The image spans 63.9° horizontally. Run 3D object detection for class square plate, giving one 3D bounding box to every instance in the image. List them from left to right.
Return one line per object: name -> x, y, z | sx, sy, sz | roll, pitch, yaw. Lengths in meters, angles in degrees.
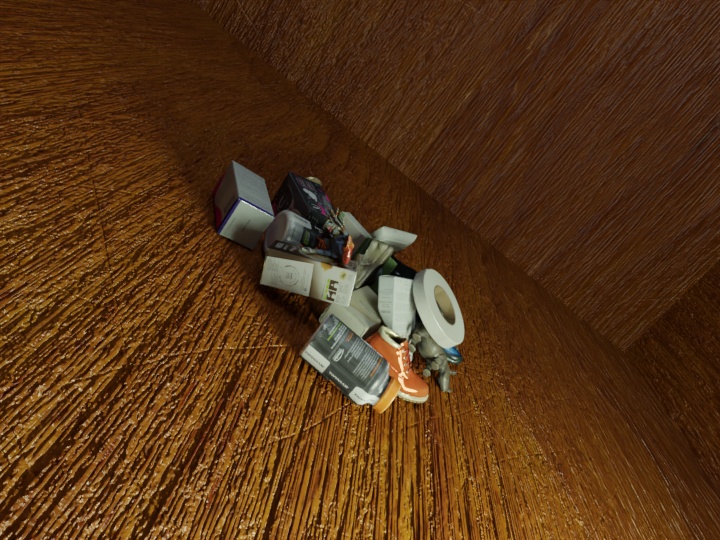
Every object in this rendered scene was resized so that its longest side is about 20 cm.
square plate -> 0.043, -0.057, 1.641 | 0.198, 0.196, 0.029 | 8, 57, -56

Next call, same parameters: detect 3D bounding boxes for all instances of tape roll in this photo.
tape roll -> 0.200, 0.095, 1.462 | 0.202, 0.036, 0.206 | 42, 34, -37

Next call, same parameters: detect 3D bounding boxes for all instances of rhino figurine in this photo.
rhino figurine -> 0.184, 0.220, 1.435 | 0.203, 0.059, 0.088 | 59, 34, -13

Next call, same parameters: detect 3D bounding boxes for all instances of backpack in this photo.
backpack -> 0.101, 0.056, 1.589 | 0.163, 0.129, 0.201 | 23, 24, -10

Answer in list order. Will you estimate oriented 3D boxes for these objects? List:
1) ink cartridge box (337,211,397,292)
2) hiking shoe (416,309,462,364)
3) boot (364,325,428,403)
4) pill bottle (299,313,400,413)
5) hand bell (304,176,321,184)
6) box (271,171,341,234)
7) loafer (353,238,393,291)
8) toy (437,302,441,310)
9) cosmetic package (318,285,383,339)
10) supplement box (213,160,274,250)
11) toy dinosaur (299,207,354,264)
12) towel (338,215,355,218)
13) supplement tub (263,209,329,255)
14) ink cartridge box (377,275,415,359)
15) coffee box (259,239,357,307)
ink cartridge box -> -0.017, -0.034, 1.530 | 0.200, 0.146, 0.048 | 47, 21, 20
hiking shoe -> 0.223, 0.172, 1.618 | 0.201, 0.087, 0.074 | 49, 22, 22
boot -> 0.090, 0.209, 1.275 | 0.198, 0.108, 0.075 | 37, 18, -12
pill bottle -> -0.015, 0.187, 1.125 | 0.199, 0.107, 0.106 | 40, 20, 0
hand bell -> -0.134, -0.169, 1.734 | 0.103, 0.104, 0.203 | 14, 45, -50
box -> -0.153, -0.146, 1.540 | 0.113, 0.133, 0.202 | 19, 28, -36
loafer -> 0.000, 0.000, 1.453 | 0.068, 0.200, 0.076 | 41, -18, 11
toy -> 0.192, 0.113, 1.558 | 0.116, 0.046, 0.204 | 60, 24, -47
cosmetic package -> -0.005, 0.108, 1.361 | 0.103, 0.074, 0.199 | 44, 19, 11
supplement box -> -0.283, -0.159, 1.377 | 0.102, 0.102, 0.202 | 26, 24, -33
toy dinosaur -> -0.035, -0.065, 1.273 | 0.197, 0.106, 0.182 | 21, 22, -40
towel -> -0.058, -0.101, 1.694 | 0.197, 0.024, 0.150 | 2, 59, -49
supplement tub -> -0.127, -0.052, 1.404 | 0.197, 0.123, 0.124 | 26, 24, -33
ink cartridge box -> 0.088, 0.119, 1.401 | 0.046, 0.206, 0.159 | 2, -4, 24
coffee box -> -0.109, 0.004, 1.259 | 0.195, 0.082, 0.115 | 15, 11, -2
